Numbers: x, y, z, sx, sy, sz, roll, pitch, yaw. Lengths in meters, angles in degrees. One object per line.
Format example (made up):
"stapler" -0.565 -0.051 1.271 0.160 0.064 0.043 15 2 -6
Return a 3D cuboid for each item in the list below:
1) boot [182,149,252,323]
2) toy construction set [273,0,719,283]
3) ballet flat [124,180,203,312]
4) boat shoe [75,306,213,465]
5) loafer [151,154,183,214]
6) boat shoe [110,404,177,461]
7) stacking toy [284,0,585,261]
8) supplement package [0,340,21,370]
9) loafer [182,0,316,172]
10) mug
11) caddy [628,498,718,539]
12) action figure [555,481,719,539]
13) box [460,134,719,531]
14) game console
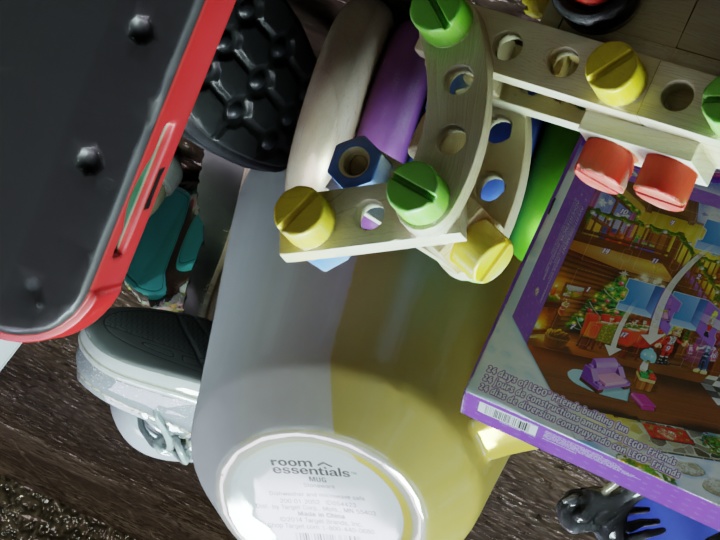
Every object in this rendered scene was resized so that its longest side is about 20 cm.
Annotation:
"boot" 0.000 0.000 1.254 0.138 0.078 0.200 19 151 7
"toy construction set" 0.083 -0.029 0.923 0.199 0.131 0.092 23 168 13
"ballet flat" -0.065 -0.008 1.437 0.064 0.076 0.200 22 172 -21
"boat shoe" -0.041 0.074 1.252 0.202 0.065 0.074 24 -165 -36
"loafer" -0.183 -0.070 1.412 0.200 0.070 0.075 28 167 -13
"boat shoe" -0.027 0.039 1.424 0.200 0.072 0.071 -16 169 -33
"stacking toy" 0.077 -0.034 1.069 0.199 0.086 0.085 17 167 4
"supplement package" -0.233 -0.022 1.109 0.200 0.191 0.147 32 154 8
"loafer" -0.087 -0.108 1.092 0.070 0.068 0.201 23 165 50
"mug" 0.013 0.031 1.125 0.149 0.153 0.187 36 132 -14
"caddy" 0.190 0.110 1.352 0.141 0.105 0.200 2 166 0
"action figure" 0.160 0.059 1.196 0.119 0.102 0.200 54 136 25
"box" 0.152 0.026 1.001 0.199 0.137 0.039 25 166 5
"game console" -0.138 -0.090 0.992 0.176 0.201 0.031 26 -165 9
